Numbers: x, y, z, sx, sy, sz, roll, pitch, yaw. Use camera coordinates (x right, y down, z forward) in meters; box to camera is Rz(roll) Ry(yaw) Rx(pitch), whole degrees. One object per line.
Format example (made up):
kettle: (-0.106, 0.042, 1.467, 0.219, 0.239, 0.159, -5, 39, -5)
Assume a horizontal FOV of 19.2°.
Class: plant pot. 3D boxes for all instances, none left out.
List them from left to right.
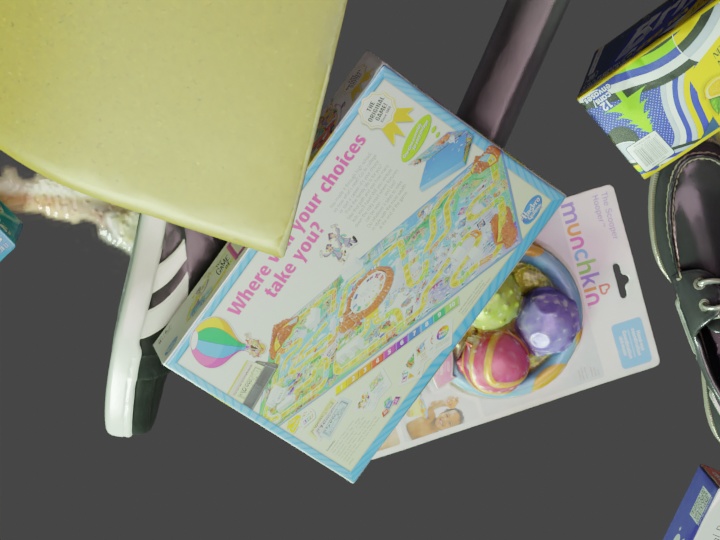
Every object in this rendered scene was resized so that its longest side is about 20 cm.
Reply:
plant pot: (-0.113, -0.151, 1.057, 0.200, 0.194, 0.196, 11, 119, -7)

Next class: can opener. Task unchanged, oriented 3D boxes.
can opener: (0.091, -0.159, 1.188, 0.066, 0.053, 0.200, 20, 101, 6)

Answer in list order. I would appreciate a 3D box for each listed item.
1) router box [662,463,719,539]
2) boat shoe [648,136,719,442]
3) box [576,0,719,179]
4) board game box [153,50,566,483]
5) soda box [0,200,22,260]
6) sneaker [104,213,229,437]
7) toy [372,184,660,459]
router box: (0.246, 0.243, 1.288, 0.179, 0.049, 0.200, 22, 99, -10)
boat shoe: (0.218, 0.019, 1.230, 0.073, 0.063, 0.200, -15, 103, -2)
box: (0.216, -0.136, 1.153, 0.200, 0.070, 0.064, -34, 105, 30)
board game box: (0.000, 0.000, 1.162, 0.134, 0.034, 0.200, 35, 96, -23)
soda box: (-0.283, 0.022, 1.181, 0.200, 0.064, 0.068, -42, 102, 4)
sneaker: (-0.075, 0.006, 1.192, 0.112, 0.073, 0.200, 11, 99, -6)
toy: (0.069, 0.037, 1.227, 0.200, 0.047, 0.115, -17, 105, -1)
